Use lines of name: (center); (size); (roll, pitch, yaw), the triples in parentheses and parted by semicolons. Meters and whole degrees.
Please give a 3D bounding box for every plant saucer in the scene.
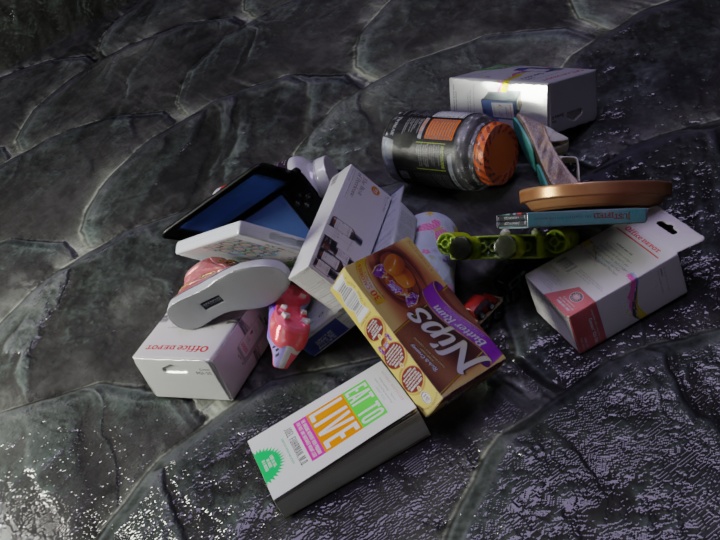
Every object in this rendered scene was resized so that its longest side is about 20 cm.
plant saucer: (0.313, -0.096, 1.378); (0.199, 0.032, 0.200); (-2, 0, 0)

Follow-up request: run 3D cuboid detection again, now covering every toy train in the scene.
toy train: (0.158, 0.054, 1.355); (0.200, 0.046, 0.034); (-42, 37, -25)

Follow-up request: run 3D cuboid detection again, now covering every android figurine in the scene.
android figurine: (0.199, -0.035, 1.376); (0.181, 0.041, 0.200); (-1, 3, 30)

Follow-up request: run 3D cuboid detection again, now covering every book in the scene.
book: (-0.031, 0.203, 1.270); (0.200, 0.048, 0.134); (-31, 32, -6)

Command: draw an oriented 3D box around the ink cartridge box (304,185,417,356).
ink cartridge box: (0.000, 0.000, 1.458); (0.196, 0.043, 0.200); (-39, 22, 34)

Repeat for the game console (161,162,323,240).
game console: (-0.160, -0.060, 1.541); (0.200, 0.176, 0.116); (-32, 18, 20)

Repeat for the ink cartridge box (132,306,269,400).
ink cartridge box: (-0.213, 0.090, 1.499); (0.146, 0.083, 0.200); (-1, 39, 30)

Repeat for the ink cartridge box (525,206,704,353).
ink cartridge box: (0.325, 0.007, 1.299); (0.200, 0.068, 0.117); (-29, 33, -5)

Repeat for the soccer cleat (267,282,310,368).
soccer cleat: (-0.105, 0.067, 1.434); (0.066, 0.077, 0.200); (19, 14, -13)

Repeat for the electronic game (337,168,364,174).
electronic game: (-0.070, -0.097, 1.712); (0.199, 0.042, 0.200); (-19, 40, 17)

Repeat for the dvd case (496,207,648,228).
dvd case: (0.260, -0.065, 1.302); (0.145, 0.022, 0.200); (-3, 3, -3)

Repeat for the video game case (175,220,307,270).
video game case: (-0.142, -0.025, 1.478); (0.200, 0.182, 0.024); (-11, 68, 55)

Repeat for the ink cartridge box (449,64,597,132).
ink cartridge box: (0.267, -0.282, 1.690); (0.200, 0.088, 0.145); (16, 28, 42)

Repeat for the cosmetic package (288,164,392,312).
cosmetic package: (-0.024, -0.047, 1.412); (0.051, 0.082, 0.200); (-30, 30, 43)

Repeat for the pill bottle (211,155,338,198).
pill bottle: (-0.130, -0.111, 1.642); (0.199, 0.113, 0.113); (-21, 32, 15)

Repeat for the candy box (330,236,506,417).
candy box: (0.069, 0.066, 1.259); (0.116, 0.057, 0.200); (-25, 68, -36)

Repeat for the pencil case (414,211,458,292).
pencil case: (0.095, 0.002, 1.430); (0.090, 0.083, 0.200); (22, 36, -11)

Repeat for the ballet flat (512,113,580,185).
ballet flat: (0.288, -0.167, 1.551); (0.067, 0.068, 0.201); (-17, 54, 1)

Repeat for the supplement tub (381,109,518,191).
supplement tub: (0.142, -0.192, 1.641); (0.200, 0.123, 0.123); (12, 47, 41)

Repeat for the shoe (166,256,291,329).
shoe: (-0.177, 0.011, 1.432); (0.200, 0.072, 0.091); (-22, 32, 26)
